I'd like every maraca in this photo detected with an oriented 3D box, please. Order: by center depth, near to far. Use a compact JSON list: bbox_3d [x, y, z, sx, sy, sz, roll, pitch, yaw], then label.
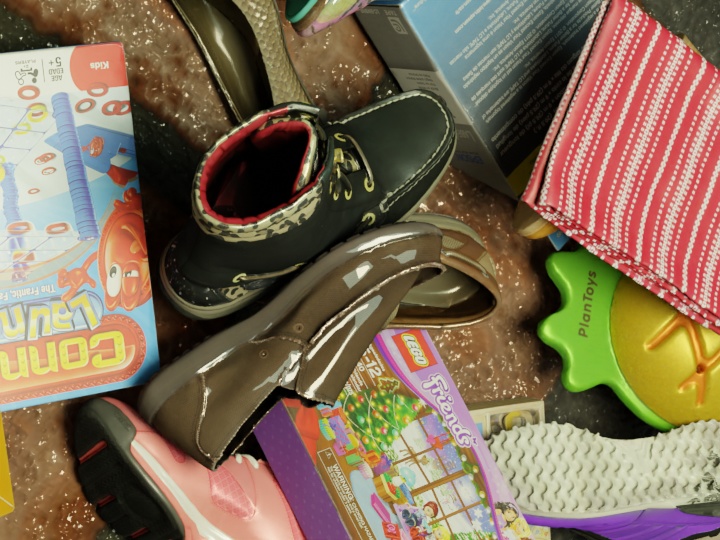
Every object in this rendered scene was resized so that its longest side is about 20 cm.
[{"bbox_3d":[0.203,0.040,1.422,0.200,0.107,0.137,16,70,-26],"label":"maraca"}]

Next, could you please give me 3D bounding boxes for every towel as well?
[{"bbox_3d":[0.194,-0.060,1.311,0.200,0.022,0.145,31,76,-34],"label":"towel"}]

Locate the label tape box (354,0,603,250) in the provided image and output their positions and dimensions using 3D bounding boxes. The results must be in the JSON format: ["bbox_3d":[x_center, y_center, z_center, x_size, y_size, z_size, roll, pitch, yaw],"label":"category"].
[{"bbox_3d":[0.103,-0.135,1.375,0.144,0.063,0.200,-45,117,-22],"label":"label tape box"}]

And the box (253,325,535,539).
[{"bbox_3d":[0.025,0.136,1.290,0.137,0.039,0.200,-17,74,-45],"label":"box"}]

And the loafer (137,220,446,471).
[{"bbox_3d":[-0.028,0.046,1.222,0.200,0.073,0.071,-35,77,-1],"label":"loafer"}]

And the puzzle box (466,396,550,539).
[{"bbox_3d":[0.034,0.158,1.371,0.200,0.025,0.133,-7,97,-31],"label":"puzzle box"}]

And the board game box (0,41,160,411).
[{"bbox_3d":[-0.219,-0.020,1.189,0.200,0.056,0.196,-10,98,-31],"label":"board game box"}]

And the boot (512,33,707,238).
[{"bbox_3d":[0.194,-0.042,1.357,0.201,0.071,0.144,-46,107,-31],"label":"boot"}]

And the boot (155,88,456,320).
[{"bbox_3d":[-0.018,-0.055,1.193,0.203,0.154,0.074,-33,80,-17],"label":"boot"}]

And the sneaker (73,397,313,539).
[{"bbox_3d":[-0.087,0.137,1.272,0.200,0.074,0.087,47,54,-14],"label":"sneaker"}]

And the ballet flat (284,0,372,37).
[{"bbox_3d":[0.009,-0.217,1.293,0.071,0.069,0.200,29,58,-31],"label":"ballet flat"}]

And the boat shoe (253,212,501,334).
[{"bbox_3d":[0.000,0.000,1.300,0.200,0.072,0.076,0,122,-28],"label":"boat shoe"}]

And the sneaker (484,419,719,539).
[{"bbox_3d":[0.160,0.153,1.392,0.200,0.100,0.070,0,50,-12],"label":"sneaker"}]

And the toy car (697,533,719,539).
[{"bbox_3d":[0.280,0.276,1.477,0.184,0.177,0.200,-36,139,-39],"label":"toy car"}]

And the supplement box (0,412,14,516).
[{"bbox_3d":[-0.311,0.071,1.021,0.197,0.200,0.133,-19,106,-49],"label":"supplement box"}]

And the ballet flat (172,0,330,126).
[{"bbox_3d":[-0.073,-0.127,1.270,0.046,0.067,0.200,-43,119,-29],"label":"ballet flat"}]
